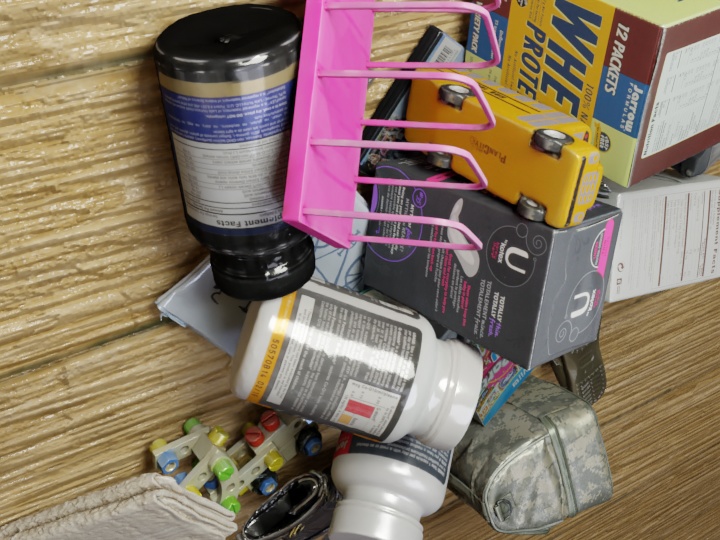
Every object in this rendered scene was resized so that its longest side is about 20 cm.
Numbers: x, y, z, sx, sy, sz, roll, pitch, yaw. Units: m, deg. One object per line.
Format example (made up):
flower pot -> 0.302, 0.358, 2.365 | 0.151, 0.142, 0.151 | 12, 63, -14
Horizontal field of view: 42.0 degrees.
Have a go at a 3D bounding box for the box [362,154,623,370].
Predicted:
box -> 0.109, -0.018, 0.818 | 0.105, 0.199, 0.124 | -14, 120, -41

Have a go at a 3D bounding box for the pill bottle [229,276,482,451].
pill bottle -> -0.004, 0.079, 0.799 | 0.197, 0.117, 0.118 | 20, 114, -10

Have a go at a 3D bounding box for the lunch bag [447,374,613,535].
lunch bag -> 0.179, 0.223, 1.129 | 0.165, 0.200, 0.142 | -19, 105, -16

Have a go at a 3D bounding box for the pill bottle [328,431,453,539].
pill bottle -> 0.035, 0.180, 0.941 | 0.120, 0.118, 0.203 | 57, 42, -49

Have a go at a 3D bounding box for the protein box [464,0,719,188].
protein box -> 0.228, -0.199, 0.807 | 0.198, 0.198, 0.137 | -23, 134, -31

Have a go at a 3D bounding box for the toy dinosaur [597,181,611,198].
toy dinosaur -> 0.159, -0.076, 0.912 | 0.134, 0.103, 0.201 | -28, 137, 0

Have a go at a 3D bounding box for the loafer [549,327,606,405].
loafer -> 0.262, 0.084, 1.190 | 0.075, 0.067, 0.203 | -26, 121, -25

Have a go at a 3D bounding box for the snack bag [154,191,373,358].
snack bag -> -0.064, 0.008, 0.864 | 0.200, 0.021, 0.188 | -42, 139, 4

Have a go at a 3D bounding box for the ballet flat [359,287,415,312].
ballet flat -> -0.013, 0.070, 0.891 | 0.198, 0.063, 0.068 | -25, 138, -15

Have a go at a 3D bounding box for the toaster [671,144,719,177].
toaster -> 0.365, -0.210, 0.997 | 0.128, 0.113, 0.202 | -34, 137, -18

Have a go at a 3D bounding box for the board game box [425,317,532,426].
board game box -> 0.141, 0.061, 1.051 | 0.148, 0.064, 0.201 | -47, 142, -12

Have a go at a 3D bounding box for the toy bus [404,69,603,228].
toy bus -> 0.116, -0.106, 0.766 | 0.077, 0.199, 0.066 | -12, 124, -37

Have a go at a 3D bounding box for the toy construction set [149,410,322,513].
toy construction set -> -0.100, 0.166, 0.938 | 0.198, 0.093, 0.132 | -29, 139, -2

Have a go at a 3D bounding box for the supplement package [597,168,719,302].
supplement package -> 0.305, -0.046, 1.053 | 0.197, 0.116, 0.120 | -9, 106, -35

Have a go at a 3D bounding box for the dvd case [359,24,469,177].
dvd case -> 0.088, -0.129, 0.900 | 0.199, 0.018, 0.144 | 20, 109, -48

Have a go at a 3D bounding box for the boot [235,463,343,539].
boot -> -0.033, 0.239, 1.018 | 0.199, 0.069, 0.174 | -38, 162, -6

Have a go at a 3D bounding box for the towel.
towel -> -0.225, 0.240, 0.872 | 0.197, 0.035, 0.133 | -21, 142, 19

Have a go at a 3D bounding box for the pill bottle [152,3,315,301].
pill bottle -> -0.084, -0.083, 0.705 | 0.111, 0.112, 0.203 | -22, 128, -24

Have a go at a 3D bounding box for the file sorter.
file sorter -> 0.032, -0.121, 0.677 | 0.139, 0.123, 0.204 | 24, 72, -75
